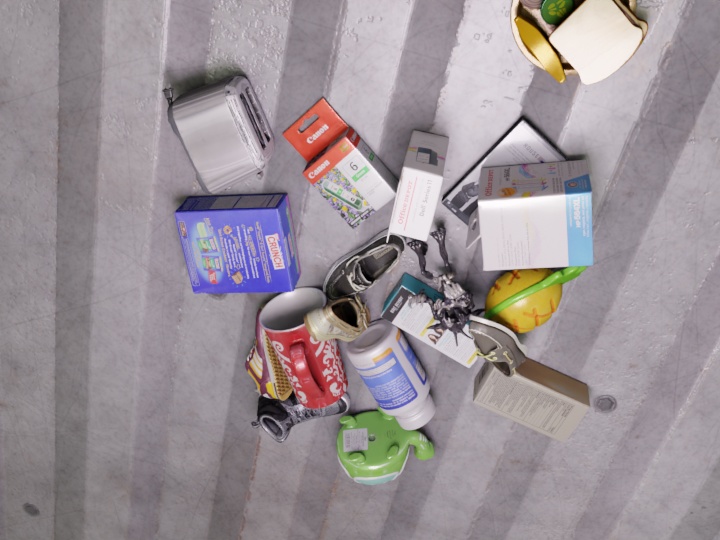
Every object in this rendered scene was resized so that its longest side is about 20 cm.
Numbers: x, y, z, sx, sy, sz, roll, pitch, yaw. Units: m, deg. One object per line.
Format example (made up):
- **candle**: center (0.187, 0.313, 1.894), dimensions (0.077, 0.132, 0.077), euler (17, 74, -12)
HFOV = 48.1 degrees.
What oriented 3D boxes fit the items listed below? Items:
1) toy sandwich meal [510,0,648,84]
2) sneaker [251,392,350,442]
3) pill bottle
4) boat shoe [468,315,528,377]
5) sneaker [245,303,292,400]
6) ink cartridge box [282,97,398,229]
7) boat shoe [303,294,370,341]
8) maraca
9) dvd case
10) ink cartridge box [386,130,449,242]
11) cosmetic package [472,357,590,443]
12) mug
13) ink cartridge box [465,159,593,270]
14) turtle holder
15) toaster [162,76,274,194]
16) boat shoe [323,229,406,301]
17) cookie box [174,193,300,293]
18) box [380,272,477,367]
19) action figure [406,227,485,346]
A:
- **toy sandwich meal**: center (0.316, -0.367, 1.183), dimensions (0.201, 0.071, 0.209), euler (5, 121, 9)
- **sneaker**: center (-0.123, 0.292, 1.630), dimensions (0.196, 0.114, 0.077), euler (-1, 121, 12)
- **pill bottle**: center (0.065, 0.203, 1.542), dimensions (0.111, 0.113, 0.202), euler (-21, 114, 22)
- **boat shoe**: center (0.233, 0.132, 1.392), dimensions (0.071, 0.061, 0.201), euler (20, 170, 36)
- **sneaker**: center (-0.194, 0.162, 1.594), dimensions (0.089, 0.075, 0.204), euler (4, 111, 30)
- **ink cartridge box**: center (-0.037, -0.180, 1.376), dimensions (0.108, 0.051, 0.200), euler (-35, 109, 27)
- **boat shoe**: center (-0.026, 0.085, 1.450), dimensions (0.062, 0.199, 0.074), euler (-33, 80, 25)
- **maraca**: center (0.298, 0.040, 1.393), dimensions (0.199, 0.136, 0.108), euler (-34, 77, 29)
- **dvd case**: center (0.255, -0.137, 1.357), dimensions (0.150, 0.025, 0.200), euler (39, 119, -11)
- **ink cartridge box**: center (0.093, -0.129, 1.291), dimensions (0.066, 0.201, 0.119), euler (14, 122, 3)
- **cosmetic package**: center (0.322, 0.234, 1.530), dimensions (0.197, 0.071, 0.106), euler (25, 121, -4)
- **mug**: center (-0.109, 0.165, 1.526), dimensions (0.131, 0.178, 0.203), euler (1, 126, 27)
- **ink cartridge box**: center (0.266, -0.088, 1.293), dimensions (0.196, 0.129, 0.127), euler (-3, 119, 12)
- **turtle holder**: center (0.043, 0.357, 1.639), dimensions (0.183, 0.141, 0.133), euler (-28, 137, -18)
- **toaster**: center (-0.230, -0.236, 1.350), dimensions (0.127, 0.114, 0.203), euler (-16, 114, 15)
- **boat shoe**: center (0.000, 0.000, 1.465), dimensions (0.071, 0.064, 0.199), euler (42, 120, -14)
- **cookie box**: center (-0.220, -0.047, 1.476), dimensions (0.196, 0.076, 0.174), euler (0, 119, 12)
- **box**: center (0.143, 0.093, 1.499), dimensions (0.198, 0.049, 0.083), euler (31, 121, -7)
- **action figure**: center (0.139, 0.036, 1.400), dimensions (0.117, 0.102, 0.203), euler (-21, 86, 31)
